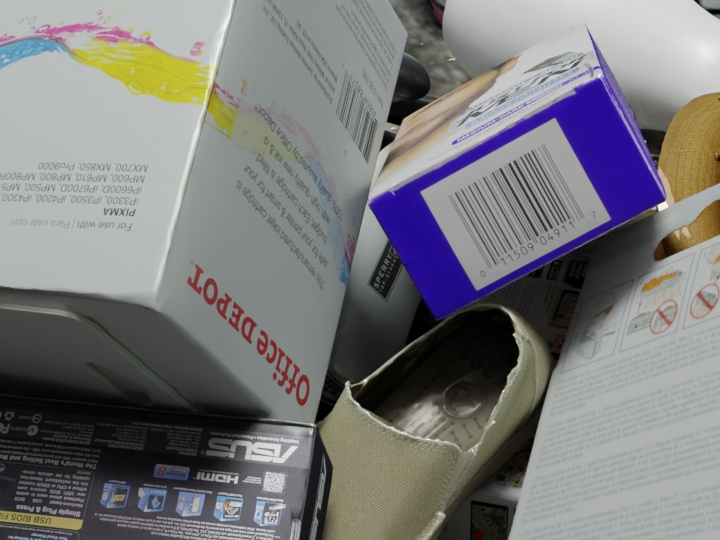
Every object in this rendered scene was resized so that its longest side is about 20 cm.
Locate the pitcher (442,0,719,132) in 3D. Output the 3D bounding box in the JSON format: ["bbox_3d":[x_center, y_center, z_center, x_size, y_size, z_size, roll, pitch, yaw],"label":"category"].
[{"bbox_3d":[0.167,-0.146,1.030,0.200,0.121,0.172,25,19,19],"label":"pitcher"}]

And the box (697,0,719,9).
[{"bbox_3d":[0.342,-0.307,1.179,0.200,0.199,0.131,-1,32,1],"label":"box"}]

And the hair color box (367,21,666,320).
[{"bbox_3d":[0.071,-0.053,0.735,0.109,0.065,0.200,-28,9,11],"label":"hair color box"}]

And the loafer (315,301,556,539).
[{"bbox_3d":[0.005,0.083,0.656,0.076,0.068,0.200,29,65,27],"label":"loafer"}]

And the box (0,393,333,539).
[{"bbox_3d":[-0.121,0.127,0.591,0.200,0.049,0.161,4,61,9],"label":"box"}]

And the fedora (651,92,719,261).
[{"bbox_3d":[0.182,0.013,0.761,0.082,0.201,0.201,-27,13,40],"label":"fedora"}]

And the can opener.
[{"bbox_3d":[0.015,-0.080,0.898,0.079,0.063,0.200,13,-4,30],"label":"can opener"}]

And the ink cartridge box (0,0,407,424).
[{"bbox_3d":[-0.086,-0.047,0.640,0.144,0.145,0.200,2,65,23],"label":"ink cartridge box"}]

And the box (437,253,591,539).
[{"bbox_3d":[0.085,0.057,0.770,0.110,0.035,0.200,8,34,15],"label":"box"}]

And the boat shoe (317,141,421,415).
[{"bbox_3d":[0.000,0.000,0.825,0.064,0.071,0.200,-32,16,39],"label":"boat shoe"}]

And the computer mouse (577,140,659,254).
[{"bbox_3d":[0.126,-0.040,0.885,0.109,0.044,0.200,5,14,0],"label":"computer mouse"}]

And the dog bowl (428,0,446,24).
[{"bbox_3d":[0.135,-0.223,1.171,0.200,0.074,0.200,-1,32,0],"label":"dog bowl"}]

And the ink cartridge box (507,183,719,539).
[{"bbox_3d":[0.130,0.057,0.607,0.047,0.160,0.200,32,59,-21],"label":"ink cartridge box"}]
